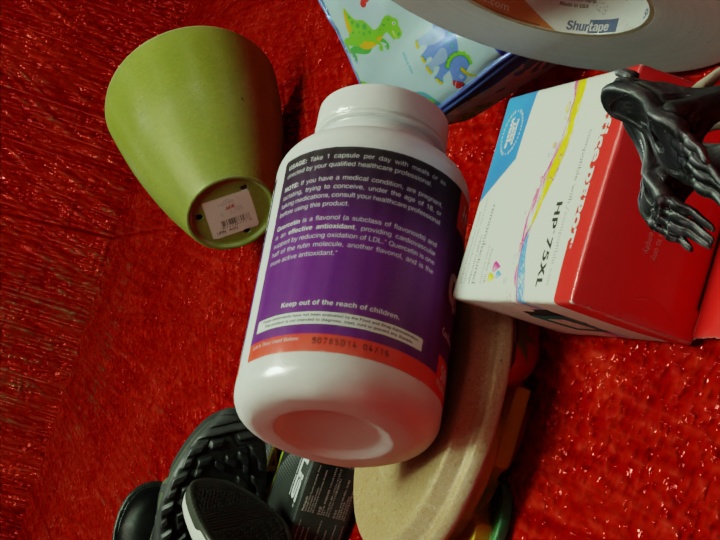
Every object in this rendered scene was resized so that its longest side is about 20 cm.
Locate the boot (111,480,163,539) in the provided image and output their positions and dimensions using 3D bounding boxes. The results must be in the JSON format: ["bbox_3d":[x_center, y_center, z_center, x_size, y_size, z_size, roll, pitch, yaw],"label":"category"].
[{"bbox_3d":[-0.174,0.276,1.463,0.158,0.079,0.211,126,147,-66],"label":"boot"}]

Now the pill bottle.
[{"bbox_3d":[0.000,0.000,0.927,0.112,0.112,0.200,134,150,-58],"label":"pill bottle"}]

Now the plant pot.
[{"bbox_3d":[-0.152,-0.118,1.711,0.187,0.187,0.200,-63,33,31],"label":"plant pot"}]

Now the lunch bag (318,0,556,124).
[{"bbox_3d":[0.045,-0.199,1.031,0.161,0.082,0.200,-29,82,41],"label":"lunch bag"}]

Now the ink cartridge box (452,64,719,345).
[{"bbox_3d":[0.121,-0.030,0.804,0.200,0.067,0.116,178,109,-73],"label":"ink cartridge box"}]

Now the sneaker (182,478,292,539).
[{"bbox_3d":[-0.076,0.239,1.105,0.200,0.084,0.121,50,123,44],"label":"sneaker"}]

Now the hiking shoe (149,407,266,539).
[{"bbox_3d":[-0.126,0.180,1.248,0.101,0.076,0.200,-118,45,-63],"label":"hiking shoe"}]

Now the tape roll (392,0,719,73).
[{"bbox_3d":[0.095,-0.162,0.795,0.200,0.200,0.066,160,127,-71],"label":"tape roll"}]

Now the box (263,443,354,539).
[{"bbox_3d":[-0.052,0.167,1.232,0.193,0.047,0.200,-127,56,-74],"label":"box"}]

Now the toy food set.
[{"bbox_3d":[0.048,0.086,0.969,0.200,0.049,0.198,179,108,-74],"label":"toy food set"}]

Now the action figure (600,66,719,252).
[{"bbox_3d":[0.184,-0.081,0.583,0.200,0.102,0.119,-36,-22,-10],"label":"action figure"}]
